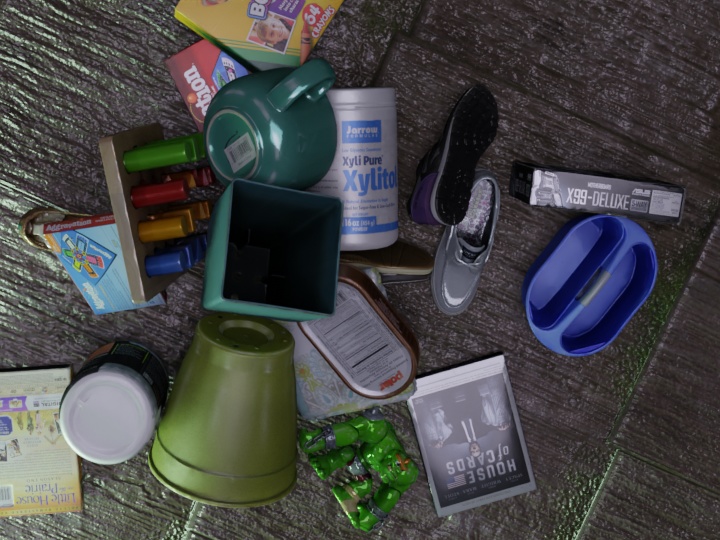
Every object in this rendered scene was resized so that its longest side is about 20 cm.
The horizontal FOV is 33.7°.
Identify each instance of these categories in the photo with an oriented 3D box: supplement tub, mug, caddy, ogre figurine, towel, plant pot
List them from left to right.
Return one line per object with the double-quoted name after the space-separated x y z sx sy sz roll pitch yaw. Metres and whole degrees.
-0.313 0.163 1.537 0.120 0.200 0.125 0 100 -2 "supplement tub"
-0.161 0.165 1.529 0.197 0.201 0.196 11 109 -4 "plant pot"
-0.124 -0.008 1.459 0.139 0.200 0.144 9 76 -20 "plant pot"
-0.117 -0.177 1.445 0.151 0.114 0.188 24 120 31 "mug"
-0.028 0.101 1.590 0.168 0.048 0.203 -15 114 13 "towel"
-0.015 -0.134 1.541 0.129 0.132 0.204 -2 100 -2 "supplement tub"
0.006 0.262 1.619 0.119 0.098 0.202 -34 104 -2 "ogre figurine"
0.305 0.017 1.592 0.141 0.105 0.201 37 96 -7 "caddy"

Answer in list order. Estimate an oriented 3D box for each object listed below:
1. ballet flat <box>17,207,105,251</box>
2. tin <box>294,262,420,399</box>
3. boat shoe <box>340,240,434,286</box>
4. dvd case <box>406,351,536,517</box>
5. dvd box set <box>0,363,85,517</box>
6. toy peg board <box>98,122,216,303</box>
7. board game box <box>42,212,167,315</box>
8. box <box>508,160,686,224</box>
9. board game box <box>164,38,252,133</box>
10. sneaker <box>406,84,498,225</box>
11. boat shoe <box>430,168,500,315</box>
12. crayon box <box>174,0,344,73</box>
-0.355 -0.043 1.571 0.196 0.065 0.072 3 97 -4 "ballet flat"
-0.005 0.081 1.531 0.111 0.042 0.201 -32 109 25 "tin"
0.000 0.000 1.599 0.196 0.074 0.066 4 120 4 "boat shoe"
0.152 0.229 1.660 0.148 0.025 0.203 -16 99 0 "dvd case"
-0.457 0.233 1.626 0.143 0.029 0.204 -4 98 -3 "dvd box set"
-0.232 -0.084 1.494 0.096 0.200 0.203 -9 100 10 "toy peg board"
-0.323 -0.006 1.526 0.101 0.201 0.020 -10 58 3 "board game box"
0.303 -0.103 1.549 0.196 0.158 0.051 7 98 -3 "box"
-0.169 -0.209 1.571 0.102 0.019 0.202 -27 99 2 "board game box"
0.112 -0.155 1.574 0.075 0.087 0.203 34 70 -33 "sneaker"
0.141 -0.036 1.594 0.069 0.072 0.204 13 98 -5 "boat shoe"
-0.114 -0.361 1.519 0.171 0.058 0.202 34 86 -12 "crayon box"
